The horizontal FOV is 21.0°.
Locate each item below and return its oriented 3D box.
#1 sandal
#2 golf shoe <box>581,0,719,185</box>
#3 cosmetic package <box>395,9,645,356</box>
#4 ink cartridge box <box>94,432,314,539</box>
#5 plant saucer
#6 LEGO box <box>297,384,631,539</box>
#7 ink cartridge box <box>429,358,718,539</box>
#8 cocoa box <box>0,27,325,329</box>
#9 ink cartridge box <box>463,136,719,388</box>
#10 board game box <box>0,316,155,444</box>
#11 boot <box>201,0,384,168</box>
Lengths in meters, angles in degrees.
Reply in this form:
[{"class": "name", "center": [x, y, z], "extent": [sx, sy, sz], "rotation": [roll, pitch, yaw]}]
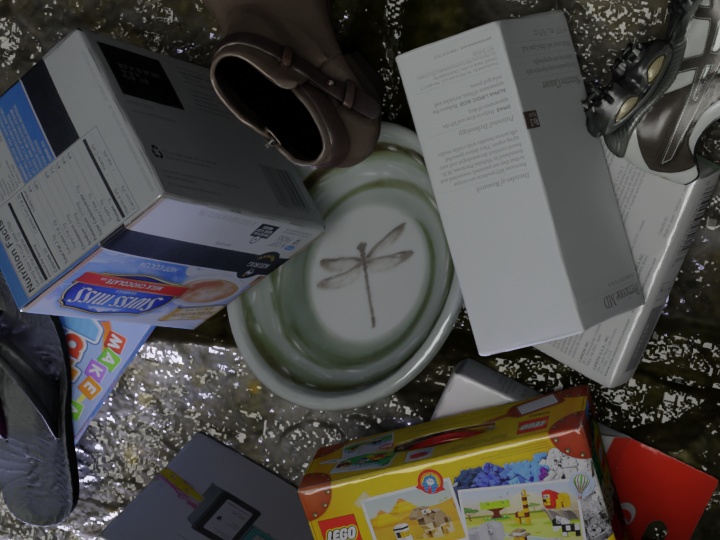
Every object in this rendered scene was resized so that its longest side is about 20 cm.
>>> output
[{"class": "sandal", "center": [-0.245, 0.095, 1.402], "extent": [0.075, 0.048, 0.202], "rotation": [-6, 106, 16]}, {"class": "golf shoe", "center": [0.232, -0.145, 1.228], "extent": [0.094, 0.078, 0.200], "rotation": [38, 98, -3]}, {"class": "cosmetic package", "center": [0.104, -0.056, 1.239], "extent": [0.081, 0.113, 0.201], "rotation": [-17, 92, 31]}, {"class": "ink cartridge box", "center": [-0.116, 0.239, 1.369], "extent": [0.145, 0.200, 0.147], "rotation": [30, 111, 5]}, {"class": "plant saucer", "center": [0.000, 0.000, 1.323], "extent": [0.199, 0.050, 0.202], "rotation": [-11, 70, 32]}, {"class": "LEGO box", "center": [0.078, 0.179, 1.321], "extent": [0.199, 0.077, 0.150], "rotation": [-15, 104, 15]}, {"class": "ink cartridge box", "center": [0.127, 0.175, 1.371], "extent": [0.199, 0.057, 0.163], "rotation": [27, 110, 10]}, {"class": "cocoa box", "center": [-0.145, -0.053, 1.275], "extent": [0.131, 0.200, 0.134], "rotation": [-37, 69, 21]}, {"class": "ink cartridge box", "center": [0.124, -0.038, 1.321], "extent": [0.199, 0.050, 0.162], "rotation": [30, 112, 24]}, {"class": "board game box", "center": [-0.257, 0.021, 1.429], "extent": [0.199, 0.037, 0.152], "rotation": [36, 111, 1]}, {"class": "boot", "center": [-0.063, -0.146, 1.270], "extent": [0.200, 0.146, 0.070], "rotation": [39, 116, 5]}]
